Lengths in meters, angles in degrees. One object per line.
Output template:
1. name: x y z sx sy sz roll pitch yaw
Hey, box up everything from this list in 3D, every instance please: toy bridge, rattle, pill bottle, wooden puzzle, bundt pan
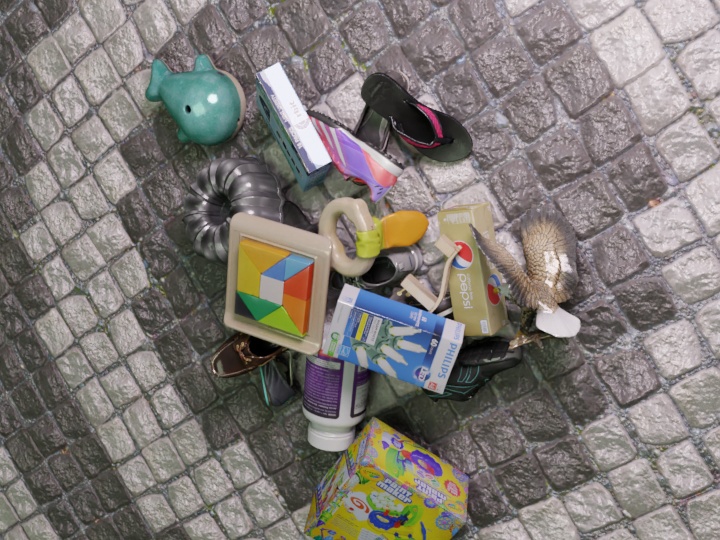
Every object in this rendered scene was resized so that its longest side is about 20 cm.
1. toy bridge: 0.095 0.034 1.556 0.067 0.027 0.200 42 114 6
2. rattle: -0.012 -0.056 1.623 0.131 0.143 0.200 55 143 -3
3. pill bottle: -0.042 0.198 1.701 0.111 0.111 0.202 13 108 23
4. wooden puzzle: -0.139 0.024 1.615 0.184 0.037 0.202 17 113 20
5. bundt pan: -0.228 -0.101 1.702 0.201 0.076 0.204 -5 81 37

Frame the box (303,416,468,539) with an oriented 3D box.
1. box: 0.045 0.390 1.664 0.199 0.122 0.193 33 117 -8

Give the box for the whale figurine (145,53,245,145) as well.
1. whale figurine: -0.295 -0.292 1.708 0.199 0.104 0.160 28 114 18

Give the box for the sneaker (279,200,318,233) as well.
1. sneaker: -0.162 -0.042 1.732 0.200 0.076 0.091 -39 74 21

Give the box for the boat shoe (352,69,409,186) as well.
1. boat shoe: 0.018 -0.226 1.597 0.067 0.057 0.201 29 113 17

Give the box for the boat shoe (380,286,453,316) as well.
1. boat shoe: 0.059 0.058 1.630 0.200 0.072 0.061 -12 98 18

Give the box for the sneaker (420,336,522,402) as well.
1. sneaker: 0.178 0.163 1.617 0.199 0.075 0.080 -16 109 35

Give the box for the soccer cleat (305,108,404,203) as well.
1. soccer cleat: -0.025 -0.183 1.563 0.199 0.068 0.073 36 99 23

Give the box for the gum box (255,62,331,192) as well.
1. gum box: -0.108 -0.222 1.588 0.044 0.200 0.171 -28 89 -6

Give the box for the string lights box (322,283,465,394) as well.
1. string lights box: 0.051 0.106 1.547 0.198 0.059 0.103 18 120 3

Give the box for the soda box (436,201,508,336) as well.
1. soda box: 0.177 -0.002 1.565 0.064 0.068 0.202 -3 101 35

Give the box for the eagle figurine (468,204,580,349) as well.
1. eagle figurine: 0.248 0.013 1.486 0.150 0.152 0.202 -5 100 20

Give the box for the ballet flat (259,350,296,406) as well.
1. ballet flat: -0.160 0.140 1.776 0.073 0.073 0.202 -19 88 29

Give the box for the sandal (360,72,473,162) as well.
1. sandal: 0.084 -0.227 1.537 0.199 0.045 0.075 33 114 -12

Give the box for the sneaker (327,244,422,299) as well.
1. sneaker: 0.000 0.000 1.647 0.199 0.082 0.075 -21 93 29

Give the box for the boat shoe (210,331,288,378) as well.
1. boat shoe: -0.178 0.128 1.707 0.199 0.070 0.071 -30 88 16
